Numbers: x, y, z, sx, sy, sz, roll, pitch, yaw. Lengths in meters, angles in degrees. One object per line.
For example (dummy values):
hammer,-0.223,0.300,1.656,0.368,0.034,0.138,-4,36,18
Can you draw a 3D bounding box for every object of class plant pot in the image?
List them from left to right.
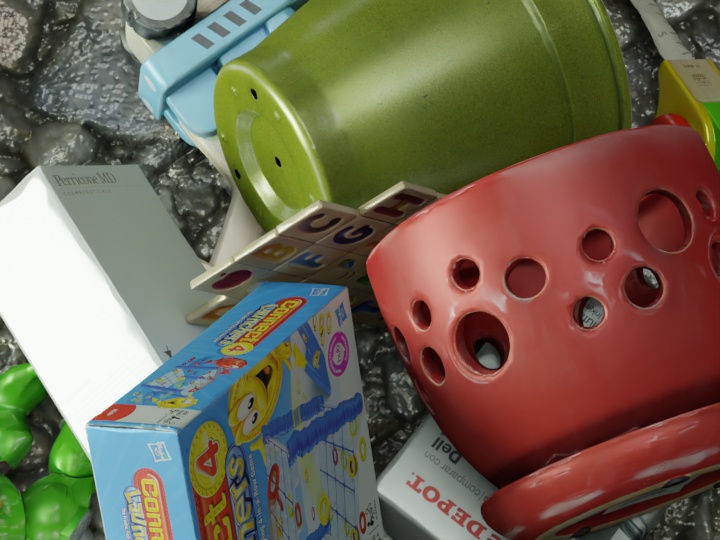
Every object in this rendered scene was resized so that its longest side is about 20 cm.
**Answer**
plant pot,0.024,-0.098,1.348,0.192,0.201,0.201,-27,73,-22
plant pot,0.122,0.042,1.231,0.199,0.200,0.183,-16,77,-8

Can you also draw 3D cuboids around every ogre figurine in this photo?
ogre figurine,-0.231,0.117,1.333,0.199,0.098,0.120,9,52,-34

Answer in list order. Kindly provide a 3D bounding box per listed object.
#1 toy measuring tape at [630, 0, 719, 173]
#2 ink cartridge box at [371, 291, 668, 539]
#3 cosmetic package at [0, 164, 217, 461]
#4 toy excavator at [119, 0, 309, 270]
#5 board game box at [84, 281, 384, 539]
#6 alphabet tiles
toy measuring tape,0.201,-0.105,1.458,0.073,0.074,0.200,-20,51,-10
ink cartridge box,0.117,0.109,1.354,0.146,0.083,0.200,36,73,11
cosmetic package,-0.134,0.038,1.332,0.081,0.113,0.200,-38,78,23
toy excavator,-0.083,-0.098,1.424,0.194,0.100,0.200,-37,84,-13
board game box,-0.059,0.134,1.222,0.056,0.196,0.201,1,112,26
alphabet tiles,0.000,0.000,1.318,0.166,0.200,0.006,-30,65,29
